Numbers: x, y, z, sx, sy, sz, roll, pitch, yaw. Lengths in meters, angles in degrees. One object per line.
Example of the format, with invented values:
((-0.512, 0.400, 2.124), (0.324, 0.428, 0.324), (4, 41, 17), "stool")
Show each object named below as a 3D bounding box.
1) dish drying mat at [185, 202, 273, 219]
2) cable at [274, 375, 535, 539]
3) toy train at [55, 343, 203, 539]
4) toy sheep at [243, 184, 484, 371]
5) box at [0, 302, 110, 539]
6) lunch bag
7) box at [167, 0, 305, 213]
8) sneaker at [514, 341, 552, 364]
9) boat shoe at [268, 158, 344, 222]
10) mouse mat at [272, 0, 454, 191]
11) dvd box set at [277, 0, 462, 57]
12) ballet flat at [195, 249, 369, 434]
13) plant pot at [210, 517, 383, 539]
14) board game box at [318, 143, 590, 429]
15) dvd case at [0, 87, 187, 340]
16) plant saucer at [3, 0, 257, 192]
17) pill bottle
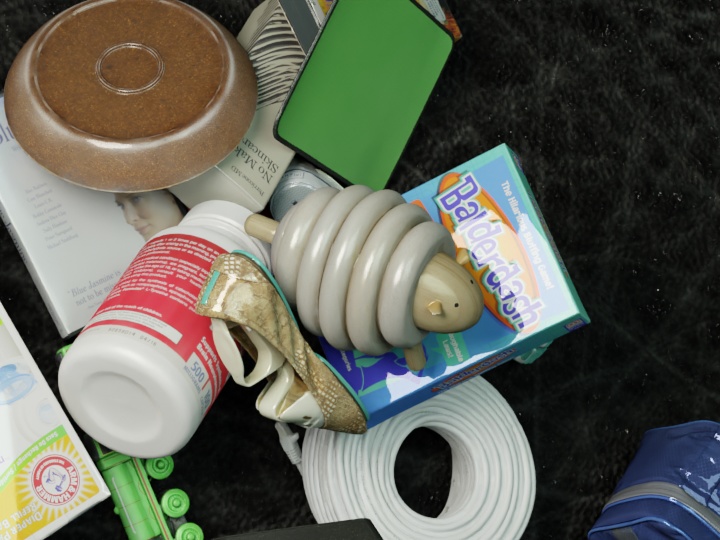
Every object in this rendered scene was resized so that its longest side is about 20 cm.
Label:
((-0.139, -0.119, 1.770), (0.077, 0.018, 0.201), (-28, 92, -31), "dish drying mat")
((0.050, 0.164, 1.767), (0.199, 0.069, 0.201), (-22, 88, -30), "cable")
((-0.181, 0.141, 1.673), (0.056, 0.042, 0.201), (-22, 88, -20), "toy train")
((0.000, 0.000, 1.613), (0.199, 0.138, 0.138), (16, 65, 19), "toy sheep")
((-0.290, 0.115, 1.587), (0.112, 0.101, 0.201), (-31, 92, -29), "box")
((0.302, 0.241, 1.839), (0.200, 0.136, 0.132), (43, 63, -13), "lunch bag")
((-0.083, -0.133, 1.755), (0.082, 0.068, 0.200), (39, 54, -19), "box")
((0.103, 0.006, 1.817), (0.078, 0.091, 0.200), (-50, 137, -7), "sneaker")
((0.002, -0.018, 1.787), (0.200, 0.073, 0.067), (51, 21, -23), "boat shoe")
((0.006, -0.153, 1.765), (0.161, 0.008, 0.200), (-64, 151, -2), "mouse mat")
((-0.007, -0.247, 1.806), (0.200, 0.029, 0.147), (-11, 72, -54), "dvd box set")
((-0.063, 0.071, 1.600), (0.065, 0.070, 0.200), (-51, 125, -22), "ballet flat")
((-0.059, 0.291, 1.617), (0.199, 0.200, 0.178), (-4, 72, -27), "plant pot")
((0.059, 0.013, 1.692), (0.199, 0.045, 0.153), (-27, 71, 11), "board game box")
((-0.219, -0.063, 1.715), (0.142, 0.018, 0.201), (-27, 90, -29), "dvd case")
((-0.180, -0.148, 1.681), (0.199, 0.035, 0.201), (1, 55, -1), "plant saucer")
((-0.138, 0.039, 1.640), (0.112, 0.112, 0.200), (42, 44, -12), "pill bottle")
